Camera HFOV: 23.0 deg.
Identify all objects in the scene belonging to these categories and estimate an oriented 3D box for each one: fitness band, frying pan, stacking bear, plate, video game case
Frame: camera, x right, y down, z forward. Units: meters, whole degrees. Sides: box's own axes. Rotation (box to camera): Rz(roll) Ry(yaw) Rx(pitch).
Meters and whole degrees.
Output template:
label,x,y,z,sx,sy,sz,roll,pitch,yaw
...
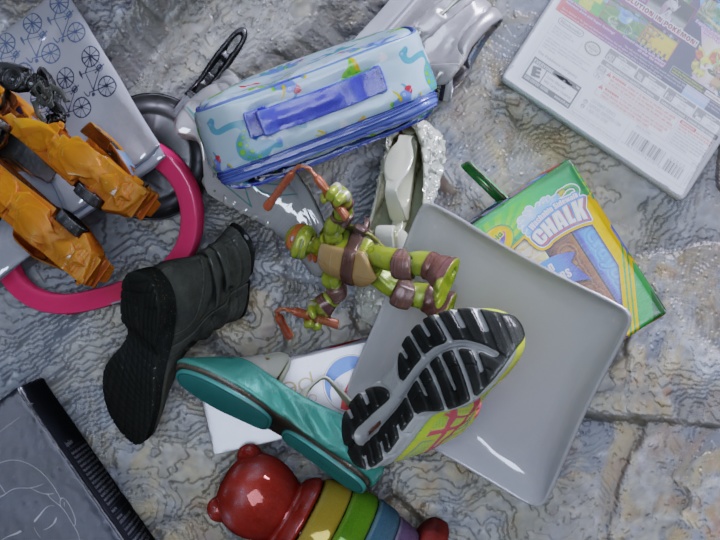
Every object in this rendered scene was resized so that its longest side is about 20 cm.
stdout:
label,x,y,z,sx,sy,sz,roll,pitch,yaw
fitness band,-0.234,-0.040,1.563,0.198,0.037,0.145,-15,89,12
frying pan,-0.157,-0.122,1.586,0.189,0.031,0.116,-31,91,2
stacking bear,-0.034,0.229,1.538,0.199,0.114,0.122,30,90,-4
plate,0.106,0.069,1.479,0.198,0.032,0.202,28,115,13
video game case,0.256,-0.193,1.594,0.199,0.023,0.183,33,90,0

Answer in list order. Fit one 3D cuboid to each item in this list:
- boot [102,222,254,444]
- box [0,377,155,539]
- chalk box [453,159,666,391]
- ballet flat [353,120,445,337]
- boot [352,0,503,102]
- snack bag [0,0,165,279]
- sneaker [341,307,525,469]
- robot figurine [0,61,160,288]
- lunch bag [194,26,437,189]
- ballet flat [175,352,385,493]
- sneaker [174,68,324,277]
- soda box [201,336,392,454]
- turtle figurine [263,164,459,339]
label,x,y,z,sx,sy,sz,roll,pitch,yaw
boot,-0.151,0.059,1.553,0.068,0.130,0.201,40,134,27
box,-0.309,0.233,1.534,0.199,0.124,0.198,-35,92,0
chalk box,0.155,-0.016,1.541,0.123,0.124,0.201,-32,92,0
ballet flat,0.028,-0.045,1.543,0.071,0.072,0.202,10,72,-1
boot,0.039,-0.176,1.563,0.095,0.074,0.201,39,88,6
snack bag,-0.292,-0.119,1.549,0.199,0.021,0.190,-35,73,9
sneaker,0.071,0.092,1.436,0.200,0.090,0.079,-40,61,38
robot figurine,-0.272,-0.083,1.497,0.199,0.058,0.146,39,95,18
lunch bag,-0.038,-0.134,1.450,0.198,0.161,0.083,-21,98,-4
ballet flat,-0.061,0.113,1.512,0.199,0.067,0.071,31,66,-1
sneaker,-0.092,-0.074,1.562,0.080,0.070,0.201,-33,89,-5
soda box,-0.040,0.106,1.568,0.198,0.064,0.069,-13,90,-1
turtle figurine,0.000,0.000,1.453,0.160,0.065,0.201,21,135,14
